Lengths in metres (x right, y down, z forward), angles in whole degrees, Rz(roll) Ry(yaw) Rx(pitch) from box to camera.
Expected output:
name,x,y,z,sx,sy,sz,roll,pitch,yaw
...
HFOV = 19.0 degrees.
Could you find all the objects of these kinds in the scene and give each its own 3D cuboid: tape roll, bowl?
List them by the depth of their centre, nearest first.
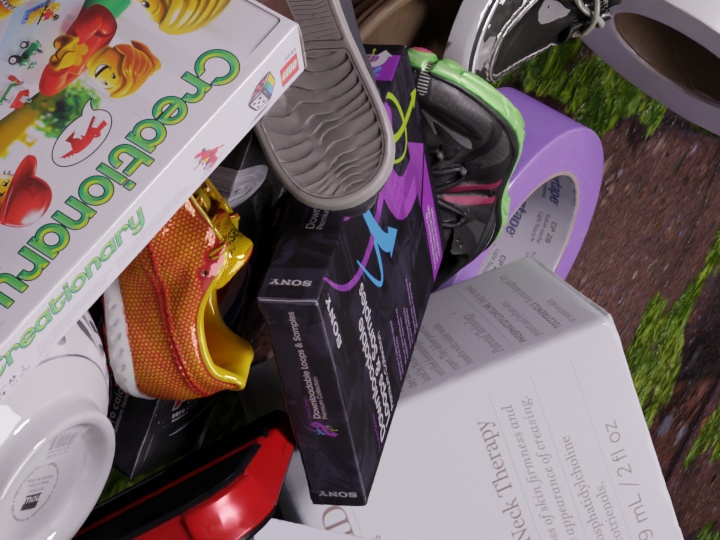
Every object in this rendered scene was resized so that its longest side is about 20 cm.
name,x,y,z,sx,sy,sz,roll,pitch,yaw
bowl,-0.174,0.080,0.982,0.201,0.094,0.201,-47,155,-29
tape roll,0.242,-0.188,1.391,0.140,0.202,0.203,-57,157,-8
tape roll,0.082,-0.019,1.435,0.200,0.065,0.201,-46,155,-29

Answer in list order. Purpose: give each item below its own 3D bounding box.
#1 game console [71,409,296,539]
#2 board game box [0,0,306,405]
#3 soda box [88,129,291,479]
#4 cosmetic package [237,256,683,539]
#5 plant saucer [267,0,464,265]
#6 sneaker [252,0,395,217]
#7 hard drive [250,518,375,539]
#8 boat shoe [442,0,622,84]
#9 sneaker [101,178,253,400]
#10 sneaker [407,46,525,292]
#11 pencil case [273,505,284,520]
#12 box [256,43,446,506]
name,x,y,z,sx,sy,sz,roll,pitch,yaw
game console,-0.124,0.137,1.041,0.199,0.031,0.177,-28,-176,8
board game box,-0.131,-0.052,0.869,0.200,0.126,0.035,-50,156,-23
soda box,-0.093,0.000,1.082,0.063,0.071,0.201,-19,135,-57
cosmetic package,0.054,0.117,1.234,0.199,0.166,0.168,-22,106,-6
plant saucer,0.001,-0.079,1.240,0.200,0.029,0.201,-45,153,-30
sneaker,-0.041,-0.116,0.974,0.074,0.201,0.106,-17,175,-2
hard drive,-0.078,0.169,1.109,0.131,0.199,0.026,18,60,-45
boat shoe,0.122,-0.173,1.263,0.200,0.063,0.071,-51,155,-22
sneaker,-0.091,-0.033,0.991,0.073,0.077,0.201,-79,160,-57
sneaker,0.046,-0.051,1.234,0.084,0.076,0.200,-53,156,-24
pencil case,-0.052,0.167,1.352,0.200,0.085,0.093,-50,175,-24
box,0.000,0.000,1.109,0.201,0.036,0.144,-70,155,-44
